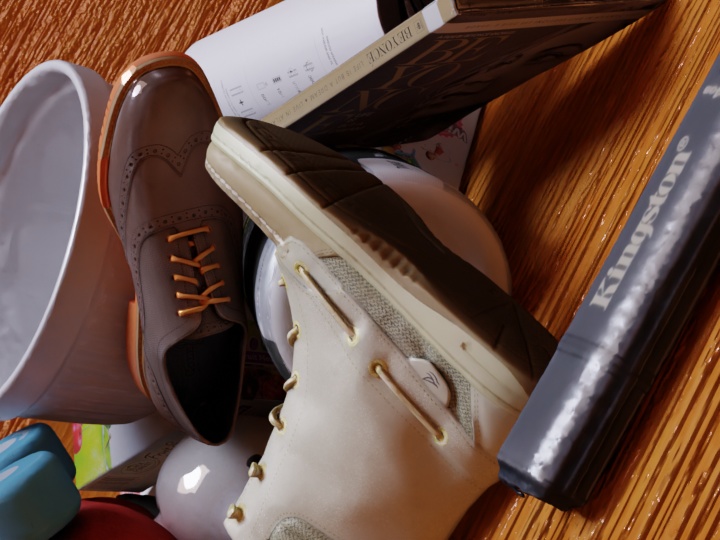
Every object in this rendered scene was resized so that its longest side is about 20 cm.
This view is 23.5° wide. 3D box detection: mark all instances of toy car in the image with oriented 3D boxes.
[{"bbox_3d":[-0.081,0.139,0.900,0.199,0.185,0.177,-32,9,-8],"label":"toy car"}]

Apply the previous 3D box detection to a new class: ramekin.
[{"bbox_3d":[-0.151,-0.008,0.970,0.200,0.104,0.202,-32,50,49],"label":"ramekin"}]

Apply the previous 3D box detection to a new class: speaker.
[{"bbox_3d":[-0.024,-0.126,1.024,0.199,0.081,0.082,-16,43,49],"label":"speaker"}]

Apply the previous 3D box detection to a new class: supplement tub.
[{"bbox_3d":[0.000,0.000,0.888,0.123,0.122,0.200,-59,12,4],"label":"supplement tub"}]

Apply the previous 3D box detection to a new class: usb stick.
[{"bbox_3d":[0.111,-0.003,0.640,0.201,0.032,0.055,-60,11,-3],"label":"usb stick"}]

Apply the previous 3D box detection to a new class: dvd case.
[{"bbox_3d":[0.040,-0.100,0.891,0.200,0.148,0.016,-28,77,49],"label":"dvd case"}]

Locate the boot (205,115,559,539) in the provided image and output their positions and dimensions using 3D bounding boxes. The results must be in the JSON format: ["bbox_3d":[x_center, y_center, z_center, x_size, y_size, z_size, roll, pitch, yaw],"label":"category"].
[{"bbox_3d":[-0.020,0.043,0.745,0.072,0.200,0.155,-9,-44,-58],"label":"boot"}]

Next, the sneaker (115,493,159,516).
[{"bbox_3d":[-0.165,0.221,1.143,0.201,0.090,0.076,-57,14,23],"label":"sneaker"}]

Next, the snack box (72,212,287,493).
[{"bbox_3d":[-0.115,0.041,1.056,0.200,0.053,0.143,-32,59,48],"label":"snack box"}]

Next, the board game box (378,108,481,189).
[{"bbox_3d":[0.014,-0.061,1.131,0.148,0.064,0.201,-52,13,40],"label":"board game box"}]

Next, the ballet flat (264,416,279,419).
[{"bbox_3d":[-0.089,0.165,1.021,0.201,0.068,0.063,-57,-2,11],"label":"ballet flat"}]

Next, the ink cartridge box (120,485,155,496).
[{"bbox_3d":[-0.100,0.077,1.154,0.200,0.067,0.117,-55,35,43],"label":"ink cartridge box"}]

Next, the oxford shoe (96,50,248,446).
[{"bbox_3d":[-0.080,-0.008,0.838,0.073,0.071,0.201,-133,32,-52],"label":"oxford shoe"}]
